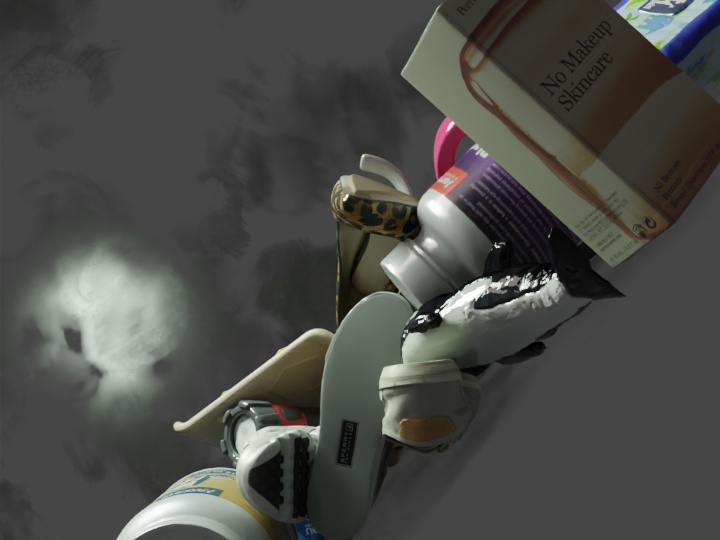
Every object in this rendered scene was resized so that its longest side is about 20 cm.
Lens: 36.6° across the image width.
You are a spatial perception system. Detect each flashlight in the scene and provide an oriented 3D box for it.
[{"bbox_3d":[-0.049,0.170,1.116,0.067,0.069,0.198,-3,-9,43],"label":"flashlight"}]

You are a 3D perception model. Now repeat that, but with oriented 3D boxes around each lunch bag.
[{"bbox_3d":[0.278,-0.198,0.997,0.170,0.128,0.200,-42,2,-16],"label":"lunch bag"}]

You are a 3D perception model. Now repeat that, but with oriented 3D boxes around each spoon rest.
[{"bbox_3d":[0.019,-0.008,1.055,0.099,0.059,0.204,109,166,-85],"label":"spoon rest"}]

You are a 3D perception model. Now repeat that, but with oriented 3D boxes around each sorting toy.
[{"bbox_3d":[-0.072,0.133,1.143,0.198,0.037,0.185,-33,-32,14],"label":"sorting toy"}]

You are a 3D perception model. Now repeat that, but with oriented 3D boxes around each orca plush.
[{"bbox_3d":[0.086,0.008,0.711,0.200,0.103,0.072,126,147,-64],"label":"orca plush"}]

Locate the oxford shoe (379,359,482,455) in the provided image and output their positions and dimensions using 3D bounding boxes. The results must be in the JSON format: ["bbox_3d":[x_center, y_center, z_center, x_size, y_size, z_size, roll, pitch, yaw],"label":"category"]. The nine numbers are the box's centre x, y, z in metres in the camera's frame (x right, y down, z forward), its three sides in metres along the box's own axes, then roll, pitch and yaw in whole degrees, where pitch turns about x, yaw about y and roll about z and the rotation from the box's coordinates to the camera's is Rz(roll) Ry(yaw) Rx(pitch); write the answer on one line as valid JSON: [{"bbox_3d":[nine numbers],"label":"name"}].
[{"bbox_3d":[0.049,0.099,0.760,0.074,0.059,0.200,-9,-10,7],"label":"oxford shoe"}]

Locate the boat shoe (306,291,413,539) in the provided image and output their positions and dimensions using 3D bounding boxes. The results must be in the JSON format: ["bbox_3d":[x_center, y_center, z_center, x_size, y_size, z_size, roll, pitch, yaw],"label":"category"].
[{"bbox_3d":[0.002,0.113,0.880,0.064,0.070,0.204,-14,-60,-76],"label":"boat shoe"}]

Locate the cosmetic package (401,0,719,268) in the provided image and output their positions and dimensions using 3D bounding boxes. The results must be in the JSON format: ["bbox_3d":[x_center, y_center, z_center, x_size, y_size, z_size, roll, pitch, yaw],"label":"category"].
[{"bbox_3d":[0.138,-0.113,0.720,0.104,0.199,0.087,-48,-2,-24],"label":"cosmetic package"}]

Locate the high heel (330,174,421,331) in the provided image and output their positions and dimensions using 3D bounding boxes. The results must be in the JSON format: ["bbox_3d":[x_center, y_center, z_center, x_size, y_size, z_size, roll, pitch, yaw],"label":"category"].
[{"bbox_3d":[0.000,0.000,0.889,0.145,0.070,0.200,-68,-14,5],"label":"high heel"}]

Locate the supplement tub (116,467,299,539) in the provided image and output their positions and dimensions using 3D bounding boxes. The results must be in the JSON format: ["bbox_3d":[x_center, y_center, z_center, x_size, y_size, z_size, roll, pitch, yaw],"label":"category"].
[{"bbox_3d":[-0.127,0.247,0.888,0.145,0.144,0.200,-48,-2,0],"label":"supplement tub"}]

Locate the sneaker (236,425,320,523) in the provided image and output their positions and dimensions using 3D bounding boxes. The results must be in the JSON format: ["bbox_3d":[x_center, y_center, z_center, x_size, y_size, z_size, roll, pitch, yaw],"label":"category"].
[{"bbox_3d":[-0.069,0.164,0.912,0.200,0.080,0.077,17,-103,-74],"label":"sneaker"}]

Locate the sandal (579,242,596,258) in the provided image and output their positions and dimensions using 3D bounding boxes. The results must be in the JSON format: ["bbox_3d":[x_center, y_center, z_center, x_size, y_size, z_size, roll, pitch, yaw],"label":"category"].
[{"bbox_3d":[0.144,0.021,0.884,0.199,0.043,0.076,-40,7,13],"label":"sandal"}]

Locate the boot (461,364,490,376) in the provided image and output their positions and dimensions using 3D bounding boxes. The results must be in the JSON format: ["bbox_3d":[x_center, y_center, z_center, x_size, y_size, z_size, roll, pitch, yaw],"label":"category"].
[{"bbox_3d":[0.137,0.008,1.021,0.201,0.069,0.174,-52,-2,13],"label":"boot"}]

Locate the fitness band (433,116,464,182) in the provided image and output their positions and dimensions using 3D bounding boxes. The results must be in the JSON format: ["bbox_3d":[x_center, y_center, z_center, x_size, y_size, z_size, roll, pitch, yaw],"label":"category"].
[{"bbox_3d":[0.162,-0.101,0.944,0.145,0.196,0.038,72,-166,-50],"label":"fitness band"}]

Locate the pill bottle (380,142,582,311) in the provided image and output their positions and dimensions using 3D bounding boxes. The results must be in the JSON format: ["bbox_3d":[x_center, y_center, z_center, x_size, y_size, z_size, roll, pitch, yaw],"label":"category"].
[{"bbox_3d":[0.113,-0.044,0.827,0.200,0.112,0.111,-44,-3,-3],"label":"pill bottle"}]

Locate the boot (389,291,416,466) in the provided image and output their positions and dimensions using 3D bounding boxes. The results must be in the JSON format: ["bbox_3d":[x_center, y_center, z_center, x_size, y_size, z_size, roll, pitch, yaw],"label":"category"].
[{"bbox_3d":[0.050,0.063,1.027,0.175,0.065,0.203,-86,11,-75],"label":"boot"}]

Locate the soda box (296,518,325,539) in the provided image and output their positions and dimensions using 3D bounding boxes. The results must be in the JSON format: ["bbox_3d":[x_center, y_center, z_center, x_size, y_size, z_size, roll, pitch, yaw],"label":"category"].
[{"bbox_3d":[-0.080,0.271,1.142,0.068,0.064,0.200,-46,-4,-32],"label":"soda box"}]
